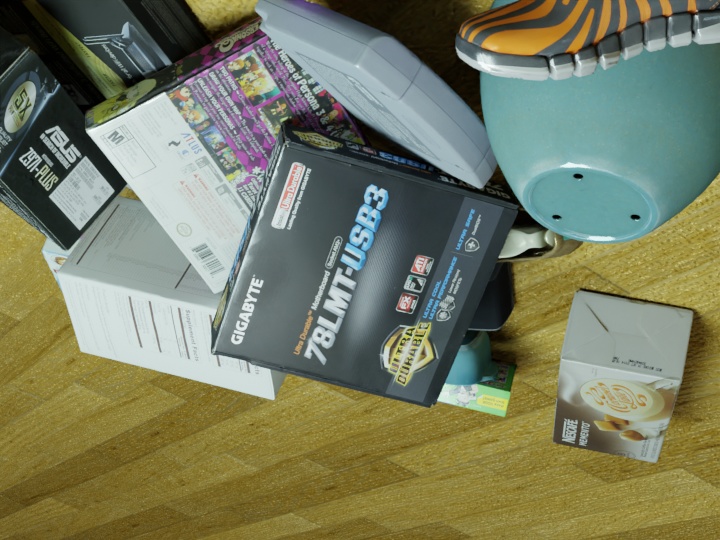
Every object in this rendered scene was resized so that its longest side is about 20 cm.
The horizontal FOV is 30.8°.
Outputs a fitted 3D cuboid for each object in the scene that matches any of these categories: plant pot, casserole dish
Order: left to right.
[{"bbox_3d":[0.044,0.067,1.319,0.200,0.039,0.121,12,-163,14],"label":"casserole dish"},{"bbox_3d":[0.170,-0.099,0.904,0.200,0.135,0.200,13,153,7],"label":"plant pot"}]

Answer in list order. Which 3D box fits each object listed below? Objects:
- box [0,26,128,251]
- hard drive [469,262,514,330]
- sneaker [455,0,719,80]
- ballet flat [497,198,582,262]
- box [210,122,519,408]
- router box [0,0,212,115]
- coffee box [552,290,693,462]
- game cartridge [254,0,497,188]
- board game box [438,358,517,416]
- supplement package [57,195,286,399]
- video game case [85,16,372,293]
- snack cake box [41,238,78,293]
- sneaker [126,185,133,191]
[{"bbox_3d":[-0.298,-0.127,1.040,0.164,0.086,0.200,34,167,26],"label":"box"},{"bbox_3d":[0.045,0.005,1.261,0.200,0.042,0.135,9,152,14],"label":"hard drive"},{"bbox_3d":[0.147,-0.184,0.769,0.200,0.078,0.112,-16,125,-16],"label":"sneaker"},{"bbox_3d":[0.094,-0.029,1.129,0.200,0.072,0.068,1,106,27],"label":"ballet flat"},{"bbox_3d":[0.000,0.000,1.059,0.198,0.050,0.200,15,114,-16],"label":"box"},{"bbox_3d":[-0.201,-0.174,1.058,0.157,0.052,0.200,1,149,28],"label":"router box"},{"bbox_3d":[0.255,0.109,1.293,0.114,0.080,0.200,11,152,11],"label":"coffee box"},{"bbox_3d":[0.022,-0.128,0.951,0.133,0.041,0.200,35,179,36],"label":"game cartridge"},{"bbox_3d":[0.060,0.101,1.365,0.200,0.029,0.135,13,-169,8],"label":"board game box"},{"bbox_3d":[-0.154,0.023,1.195,0.200,0.114,0.110,13,138,16],"label":"supplement package"},{"bbox_3d":[-0.090,-0.091,1.049,0.181,0.036,0.200,-27,130,9],"label":"video game case"},{"bbox_3d":[-0.220,0.001,1.374,0.200,0.067,0.115,12,153,10],"label":"snack cake box"},{"bbox_3d":[-0.137,-0.088,1.166,0.200,0.078,0.077,13,156,28],"label":"sneaker"}]
